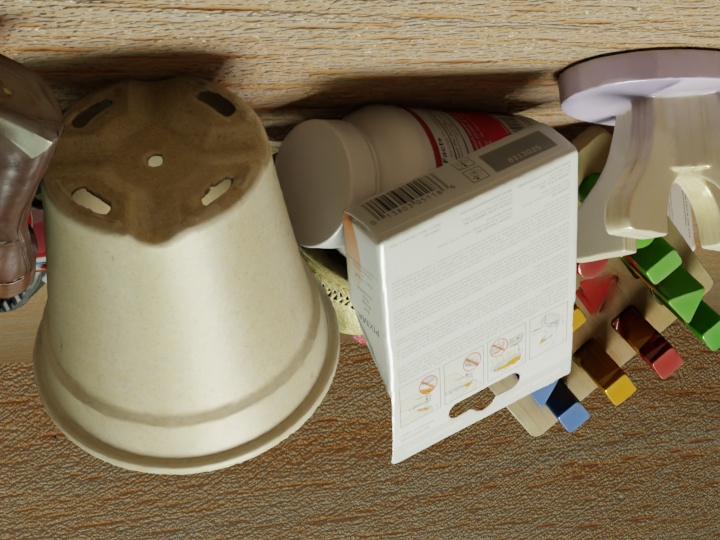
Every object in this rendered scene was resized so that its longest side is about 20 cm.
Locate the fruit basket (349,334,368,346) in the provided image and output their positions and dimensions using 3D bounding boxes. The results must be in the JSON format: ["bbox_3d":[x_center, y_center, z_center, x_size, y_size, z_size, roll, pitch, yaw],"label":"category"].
[{"bbox_3d":[0.047,0.028,1.427,0.199,0.094,0.185,14,163,-25],"label":"fruit basket"}]

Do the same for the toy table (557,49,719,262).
[{"bbox_3d":[0.217,-0.076,1.149,0.199,0.118,0.183,1,171,-40],"label":"toy table"}]

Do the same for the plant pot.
[{"bbox_3d":[-0.115,-0.009,1.034,0.199,0.201,0.184,-5,140,-3],"label":"plant pot"}]

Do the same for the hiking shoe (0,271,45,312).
[{"bbox_3d":[-0.314,-0.010,1.528,0.101,0.076,0.200,-41,-169,-33],"label":"hiking shoe"}]

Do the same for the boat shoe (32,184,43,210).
[{"bbox_3d":[-0.189,-0.063,1.124,0.200,0.066,0.072,-1,173,-38],"label":"boat shoe"}]

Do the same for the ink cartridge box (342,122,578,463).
[{"bbox_3d":[0.071,0.016,1.139,0.162,0.201,0.050,-25,-134,-23],"label":"ink cartridge box"}]

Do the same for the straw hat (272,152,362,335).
[{"bbox_3d":[0.000,0.000,1.253,0.200,0.201,0.085,0,131,-40],"label":"straw hat"}]

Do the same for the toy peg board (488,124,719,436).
[{"bbox_3d":[0.178,0.031,1.330,0.199,0.200,0.098,-41,-145,2],"label":"toy peg board"}]

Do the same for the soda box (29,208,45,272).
[{"bbox_3d":[-0.283,-0.030,1.363,0.199,0.064,0.070,-10,173,28],"label":"soda box"}]

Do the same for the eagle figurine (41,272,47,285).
[{"bbox_3d":[-0.160,0.032,1.396,0.151,0.200,0.151,30,140,14],"label":"eagle figurine"}]

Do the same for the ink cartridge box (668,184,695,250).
[{"bbox_3d":[0.181,-0.050,1.489,0.145,0.084,0.200,-11,171,38],"label":"ink cartridge box"}]

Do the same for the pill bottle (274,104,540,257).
[{"bbox_3d":[0.042,-0.057,1.176,0.199,0.113,0.112,0,172,-40],"label":"pill bottle"}]

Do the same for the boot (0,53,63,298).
[{"bbox_3d":[-0.249,-0.079,0.927,0.186,0.064,0.200,27,152,1],"label":"boot"}]
